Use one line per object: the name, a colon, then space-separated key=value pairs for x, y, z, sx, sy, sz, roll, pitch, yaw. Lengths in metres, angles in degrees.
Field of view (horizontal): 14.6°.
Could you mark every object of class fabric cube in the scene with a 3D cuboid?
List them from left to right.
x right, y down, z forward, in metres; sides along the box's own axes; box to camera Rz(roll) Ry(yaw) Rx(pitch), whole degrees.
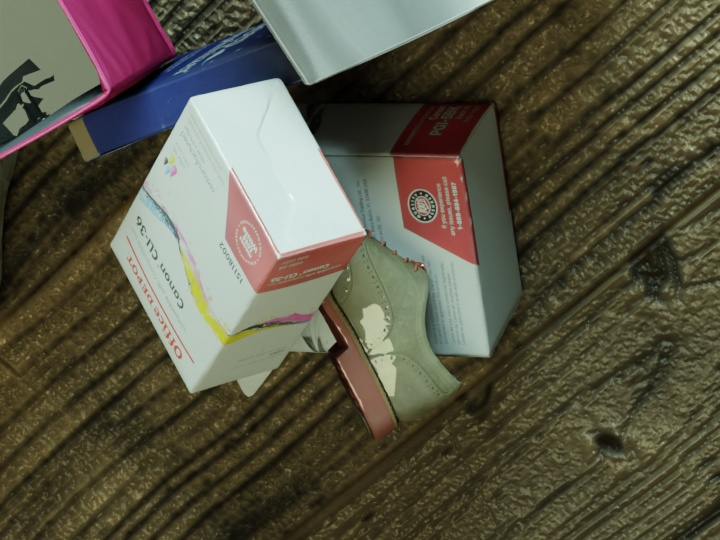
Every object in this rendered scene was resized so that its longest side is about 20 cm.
fabric cube: x=-0.255 y=-0.158 z=1.677 sx=0.196 sy=0.199 sz=0.200 roll=-28 pitch=97 yaw=13

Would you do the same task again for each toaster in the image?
toaster: x=0.029 y=-0.210 z=1.585 sx=0.181 sy=0.200 sz=0.119 roll=-24 pitch=105 yaw=31

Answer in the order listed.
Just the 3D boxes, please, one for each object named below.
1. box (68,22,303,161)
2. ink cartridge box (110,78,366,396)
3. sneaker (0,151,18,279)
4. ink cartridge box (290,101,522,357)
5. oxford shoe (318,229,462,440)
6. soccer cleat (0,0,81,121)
box: x=-0.070 y=-0.126 z=1.722 sx=0.200 sy=0.121 sz=0.032 roll=-17 pitch=103 yaw=29
ink cartridge box: x=-0.082 y=-0.008 z=1.680 sx=0.117 sy=0.067 sz=0.200 roll=60 pitch=146 yaw=20
sneaker: x=-0.293 y=-0.052 z=1.884 sx=0.111 sy=0.077 sz=0.200 roll=14 pitch=132 yaw=1
ink cartridge box: x=-0.009 y=-0.028 z=1.785 sx=0.199 sy=0.083 sz=0.147 roll=2 pitch=120 yaw=20
oxford shoe: x=0.000 y=0.000 z=1.720 sx=0.075 sy=0.070 sz=0.200 roll=-24 pitch=105 yaw=-5
soccer cleat: x=-0.249 y=-0.174 z=1.808 sx=0.200 sy=0.068 sz=0.073 roll=32 pitch=104 yaw=4
